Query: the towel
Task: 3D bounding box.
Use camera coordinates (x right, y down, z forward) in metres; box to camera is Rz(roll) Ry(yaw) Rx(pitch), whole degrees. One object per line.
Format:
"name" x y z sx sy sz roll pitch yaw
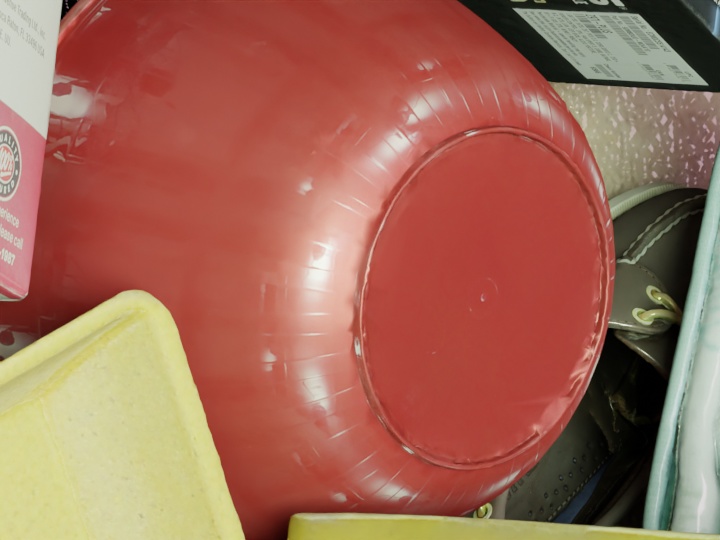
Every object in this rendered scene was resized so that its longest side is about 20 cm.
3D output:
"towel" 0.143 0.053 0.935 0.171 0.048 0.200 52 49 -62

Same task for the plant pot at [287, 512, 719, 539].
"plant pot" 0.078 0.197 0.757 0.194 0.195 0.200 58 39 -58

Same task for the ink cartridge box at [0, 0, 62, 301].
"ink cartridge box" -0.133 -0.105 0.706 0.147 0.083 0.200 42 51 -69

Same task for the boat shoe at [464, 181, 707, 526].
"boat shoe" 0.080 0.039 0.924 0.200 0.059 0.072 -47 113 -35

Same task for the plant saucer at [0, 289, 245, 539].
"plant saucer" -0.112 0.131 0.728 0.200 0.048 0.200 -31 115 -33

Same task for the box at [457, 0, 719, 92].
"box" 0.070 -0.164 0.843 0.200 0.086 0.164 34 66 -56

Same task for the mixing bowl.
"mixing bowl" 0.000 0.000 0.800 0.200 0.108 0.201 -8 103 -40
